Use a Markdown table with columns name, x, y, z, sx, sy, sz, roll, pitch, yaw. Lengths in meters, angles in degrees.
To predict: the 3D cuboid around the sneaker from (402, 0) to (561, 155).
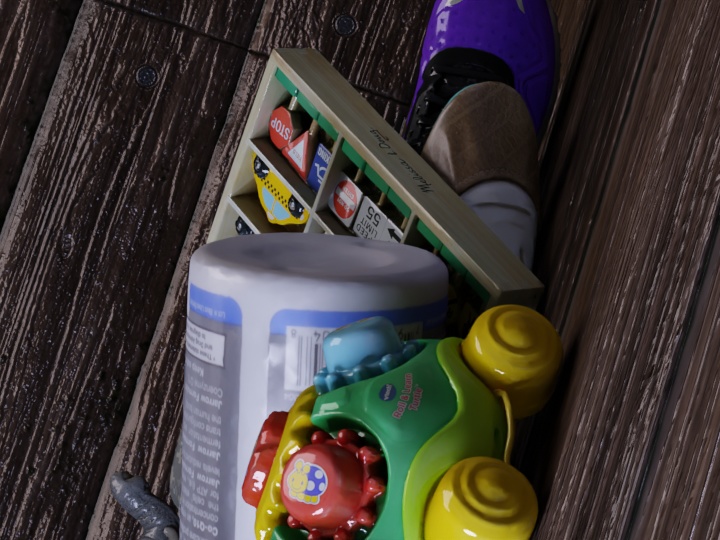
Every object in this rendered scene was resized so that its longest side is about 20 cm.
| name | x | y | z | sx | sy | sz | roll | pitch | yaw |
| --- | --- | --- | --- | --- | --- | --- | --- | --- | --- |
| sneaker | 0.052 | -0.062 | 1.105 | 0.099 | 0.069 | 0.202 | -16 | -63 | -77 |

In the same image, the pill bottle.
| name | x | y | z | sx | sy | sz | roll | pitch | yaw |
| --- | --- | --- | --- | --- | --- | --- | --- | --- | --- |
| pill bottle | -0.022 | 0.091 | 0.963 | 0.114 | 0.113 | 0.202 | -83 | -3 | -79 |

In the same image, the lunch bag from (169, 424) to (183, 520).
| name | x | y | z | sx | sy | sz | roll | pitch | yaw |
| --- | --- | --- | --- | --- | --- | --- | --- | --- | --- |
| lunch bag | -0.038 | 0.109 | 1.482 | 0.168 | 0.138 | 0.201 | -138 | 65 | -70 |

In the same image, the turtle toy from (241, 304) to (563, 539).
| name | x | y | z | sx | sy | sz | roll | pitch | yaw |
| --- | --- | --- | --- | --- | --- | --- | --- | --- | --- |
| turtle toy | 0.002 | 0.101 | 0.820 | 0.146 | 0.100 | 0.201 | 110 | 177 | -45 |

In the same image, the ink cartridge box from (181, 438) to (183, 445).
| name | x | y | z | sx | sy | sz | roll | pitch | yaw |
| --- | --- | --- | --- | --- | --- | --- | --- | --- | --- |
| ink cartridge box | -0.022 | 0.048 | 1.209 | 0.117 | 0.067 | 0.200 | -42 | 7 | 14 |

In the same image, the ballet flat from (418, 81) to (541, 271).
| name | x | y | z | sx | sy | sz | roll | pitch | yaw |
| --- | --- | --- | --- | --- | --- | --- | --- | --- | --- |
| ballet flat | 0.047 | 0.014 | 1.042 | 0.072 | 0.067 | 0.201 | -118 | 43 | -59 |

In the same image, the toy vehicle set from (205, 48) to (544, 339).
| name | x | y | z | sx | sy | sz | roll | pitch | yaw |
| --- | --- | --- | --- | --- | --- | --- | --- | --- | --- |
| toy vehicle set | 0.000 | 0.000 | 1.040 | 0.200 | 0.026 | 0.125 | 48 | 129 | 39 |

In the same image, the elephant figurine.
| name | x | y | z | sx | sy | sz | roll | pitch | yaw |
| --- | --- | --- | --- | --- | --- | --- | --- | --- | --- |
| elephant figurine | -0.165 | 0.307 | 2.058 | 0.156 | 0.199 | 0.142 | -75 | 4 | -51 |
